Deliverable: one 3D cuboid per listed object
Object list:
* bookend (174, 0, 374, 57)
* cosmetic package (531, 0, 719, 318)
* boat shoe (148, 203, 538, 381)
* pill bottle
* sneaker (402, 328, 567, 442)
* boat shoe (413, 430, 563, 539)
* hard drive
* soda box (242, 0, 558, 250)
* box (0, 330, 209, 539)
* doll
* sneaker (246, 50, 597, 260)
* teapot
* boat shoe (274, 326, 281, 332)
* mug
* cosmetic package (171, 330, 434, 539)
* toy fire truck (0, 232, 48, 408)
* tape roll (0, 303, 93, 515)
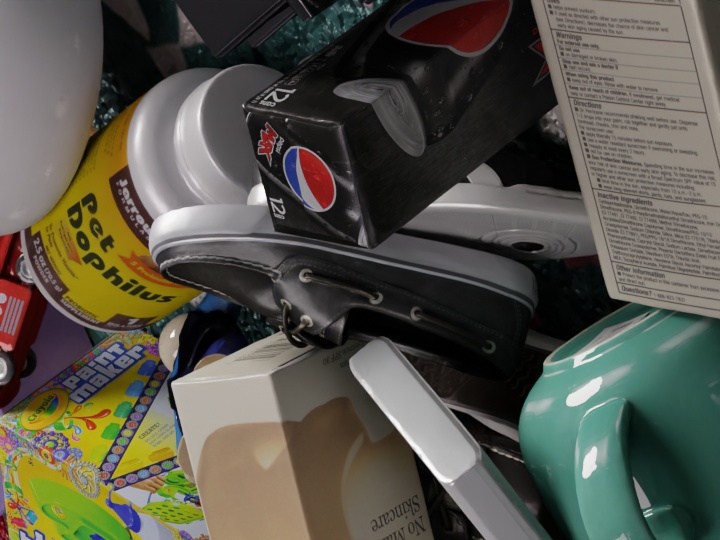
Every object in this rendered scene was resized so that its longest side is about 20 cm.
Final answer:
[{"bbox_3d":[-0.032,-0.161,1.415,0.092,0.200,0.199,53,143,-2],"label":"bookend"},{"bbox_3d":[0.153,-0.085,1.373,0.103,0.087,0.200,12,129,42],"label":"cosmetic package"},{"bbox_3d":[-0.011,0.012,1.509,0.199,0.057,0.069,9,156,3],"label":"boat shoe"},{"bbox_3d":[-0.101,-0.043,1.662,0.109,0.109,0.200,54,143,-3],"label":"pill bottle"},{"bbox_3d":[0.117,0.069,1.577,0.200,0.085,0.073,27,95,10],"label":"sneaker"},{"bbox_3d":[0.037,0.117,1.618,0.200,0.066,0.072,13,95,31],"label":"boat shoe"},{"bbox_3d":[0.076,0.131,1.485,0.200,0.026,0.132,53,178,-33],"label":"hard drive"},{"bbox_3d":[0.037,-0.090,1.398,0.063,0.200,0.071,13,129,39],"label":"soda box"},{"bbox_3d":[-0.107,0.174,1.841,0.192,0.122,0.200,28,137,31],"label":"box"},{"bbox_3d":[-0.085,0.058,1.715,0.200,0.048,0.137,-131,52,-77],"label":"doll"},{"bbox_3d":[0.045,-0.071,1.518,0.199,0.112,0.073,4,161,9],"label":"sneaker"},{"bbox_3d":[-0.240,-0.119,1.665,0.197,0.146,0.200,-49,43,42],"label":"teapot"},{"bbox_3d":[0.000,0.000,1.624,0.065,0.072,0.200,48,150,-3],"label":"boat shoe"},{"bbox_3d":[0.154,0.073,1.435,0.115,0.152,0.185,61,175,-3],"label":"mug"},{"bbox_3d":[-0.020,0.136,1.560,0.071,0.105,0.201,-7,103,38],"label":"cosmetic package"},{"bbox_3d":[-0.243,-0.031,1.810,0.141,0.049,0.200,21,99,9],"label":"toy fire truck"},{"bbox_3d":[-0.266,0.058,1.945,0.200,0.085,0.200,27,136,30],"label":"tape roll"}]
